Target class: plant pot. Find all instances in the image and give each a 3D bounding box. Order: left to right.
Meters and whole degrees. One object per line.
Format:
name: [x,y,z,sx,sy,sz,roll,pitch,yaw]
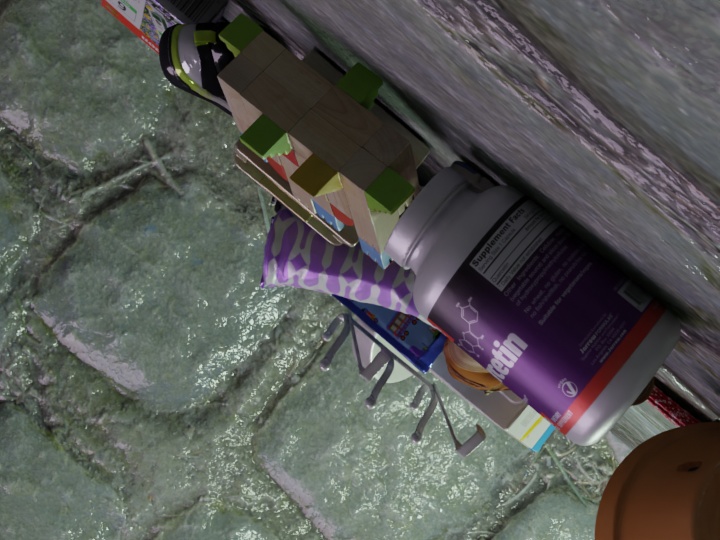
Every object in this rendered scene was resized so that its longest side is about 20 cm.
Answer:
plant pot: [0.298,0.212,1.060,0.199,0.201,0.140,39,163,3]

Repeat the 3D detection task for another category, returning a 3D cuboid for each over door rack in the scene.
over door rack: [0.033,0.126,1.429,0.147,0.067,0.200,39,180,-16]

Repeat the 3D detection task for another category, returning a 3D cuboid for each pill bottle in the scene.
pill bottle: [0.115,0.020,0.943,0.199,0.113,0.112,39,179,10]

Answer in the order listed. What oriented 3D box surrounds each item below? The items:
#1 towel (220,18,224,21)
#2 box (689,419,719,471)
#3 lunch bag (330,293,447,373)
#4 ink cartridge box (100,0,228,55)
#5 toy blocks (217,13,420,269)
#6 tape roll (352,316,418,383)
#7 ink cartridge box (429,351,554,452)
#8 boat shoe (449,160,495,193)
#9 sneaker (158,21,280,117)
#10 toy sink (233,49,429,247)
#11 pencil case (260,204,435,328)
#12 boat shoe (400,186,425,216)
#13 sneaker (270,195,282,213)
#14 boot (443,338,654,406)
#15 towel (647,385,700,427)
towel: [-0.152,-0.239,1.510,0.199,0.048,0.171,40,180,-25]
box: [0.345,0.244,1.230,0.141,0.079,0.200,37,-153,5]
lunch bag: [0.056,0.003,1.473,0.200,0.151,0.094,39,180,39]
ink cartridge box: [-0.197,-0.251,1.320,0.109,0.051,0.200,40,166,-6]
toy blocks: [-0.026,-0.086,1.023,0.199,0.100,0.137,39,166,22]
tape roll: [0.071,0.050,1.704,0.037,0.203,0.203,38,179,29]
ink cartridge box: [0.171,0.096,1.540,0.147,0.145,0.200,37,179,21]
boat shoe: [0.126,0.005,1.051,0.199,0.073,0.072,40,180,-9]
sneaker: [-0.098,-0.181,1.229,0.082,0.073,0.199,-9,174,30]
toy sink: [-0.032,-0.100,1.189,0.130,0.112,0.200,40,180,-6]
pencil case: [0.000,0.000,1.278,0.197,0.087,0.084,14,-155,5]
boat shoe: [0.106,-0.006,1.199,0.199,0.075,0.066,37,-174,-28]
sneaker: [-0.041,-0.077,1.400,0.086,0.078,0.200,29,-166,-9]
boot: [0.177,0.100,1.333,0.197,0.078,0.155,8,164,0]
towel: [0.346,0.160,1.449,0.200,0.023,0.144,42,-178,29]
